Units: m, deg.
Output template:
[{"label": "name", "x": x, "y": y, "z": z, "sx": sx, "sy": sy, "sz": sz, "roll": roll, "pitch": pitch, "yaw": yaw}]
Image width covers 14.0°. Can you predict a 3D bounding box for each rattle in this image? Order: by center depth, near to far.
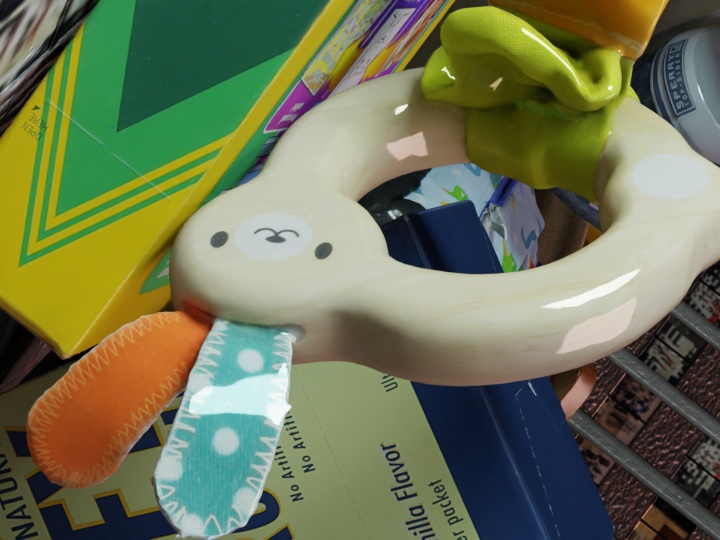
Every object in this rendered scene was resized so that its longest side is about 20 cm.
[{"label": "rattle", "x": 0.004, "y": -0.032, "z": 0.765, "sx": 0.200, "sy": 0.130, "sz": 0.143, "roll": -18, "pitch": 147, "yaw": -23}]

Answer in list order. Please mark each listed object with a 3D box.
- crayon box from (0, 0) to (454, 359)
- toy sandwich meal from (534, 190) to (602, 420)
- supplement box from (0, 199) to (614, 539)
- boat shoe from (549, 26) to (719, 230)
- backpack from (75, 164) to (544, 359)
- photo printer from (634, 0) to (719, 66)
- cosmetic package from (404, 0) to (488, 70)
[{"label": "crayon box", "x": -0.031, "y": -0.067, "z": 0.875, "sx": 0.173, "sy": 0.058, "sz": 0.200, "roll": -52, "pitch": 174, "yaw": 11}, {"label": "toy sandwich meal", "x": 0.041, "y": 0.003, "z": 1.361, "sx": 0.205, "sy": 0.070, "sz": 0.205, "roll": -23, "pitch": -134, "yaw": 27}, {"label": "supplement box", "x": -0.037, "y": 0.078, "z": 0.970, "sx": 0.200, "sy": 0.134, "sz": 0.200, "roll": -24, "pitch": 179, "yaw": 8}, {"label": "boat shoe", "x": 0.163, "y": -0.041, "z": 1.170, "sx": 0.091, "sy": 0.200, "sz": 0.071, "roll": -24, "pitch": -122, "yaw": 42}, {"label": "backpack", "x": 0.000, "y": 0.000, "z": 1.202, "sx": 0.163, "sy": 0.154, "sz": 0.200, "roll": -26, "pitch": -157, "yaw": 25}, {"label": "photo printer", "x": 0.172, "y": -0.169, "z": 1.158, "sx": 0.200, "sy": 0.166, "sz": 0.069, "roll": -18, "pitch": 154, "yaw": 27}, {"label": "cosmetic package", "x": 0.069, "y": -0.130, "z": 1.069, "sx": 0.103, "sy": 0.073, "sz": 0.200, "roll": -20, "pitch": 160, "yaw": -28}]
